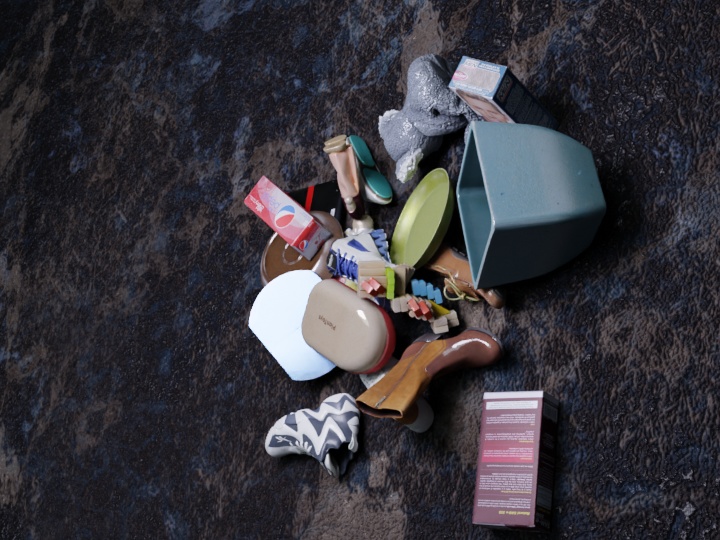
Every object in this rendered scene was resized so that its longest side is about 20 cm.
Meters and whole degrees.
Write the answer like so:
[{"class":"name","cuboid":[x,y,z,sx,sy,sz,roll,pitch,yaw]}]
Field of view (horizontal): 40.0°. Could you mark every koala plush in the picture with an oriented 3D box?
[{"class":"koala plush","cuboid":[0.114,-0.272,1.801,0.200,0.182,0.179,-43,48,30]}]

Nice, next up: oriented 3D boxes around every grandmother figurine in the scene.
[{"class":"grandmother figurine","cuboid":[-0.015,-0.141,1.829,0.060,0.203,0.122,-13,23,16]}]

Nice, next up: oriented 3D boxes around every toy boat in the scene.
[{"class":"toy boat","cuboid":[-0.005,0.101,1.730,0.199,0.129,0.133,30,106,47]}]

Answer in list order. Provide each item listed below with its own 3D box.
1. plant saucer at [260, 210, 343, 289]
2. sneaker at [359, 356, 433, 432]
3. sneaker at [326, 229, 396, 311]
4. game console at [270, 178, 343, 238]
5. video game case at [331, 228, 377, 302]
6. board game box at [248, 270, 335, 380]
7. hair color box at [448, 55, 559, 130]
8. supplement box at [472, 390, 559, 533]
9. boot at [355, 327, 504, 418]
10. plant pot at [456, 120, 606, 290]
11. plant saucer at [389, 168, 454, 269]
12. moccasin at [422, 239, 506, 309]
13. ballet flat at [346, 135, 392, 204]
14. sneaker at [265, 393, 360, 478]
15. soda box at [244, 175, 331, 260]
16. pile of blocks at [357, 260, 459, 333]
[{"class":"plant saucer","cuboid":[-0.121,-0.032,1.898,0.198,0.032,0.203,-19,54,29]},{"class":"sneaker","cuboid":[0.044,0.192,1.688,0.073,0.084,0.200,-54,46,6]},{"class":"sneaker","cuboid":[0.000,-0.001,1.753,0.201,0.113,0.082,-109,21,-54]},{"class":"game console","cuboid":[-0.107,-0.078,1.957,0.175,0.031,0.203,-11,58,33]},{"class":"video game case","cuboid":[-0.037,0.048,1.858,0.182,0.023,0.201,-45,49,13]},{"class":"board game box","cuboid":[-0.104,0.101,1.823,0.158,0.039,0.200,-42,76,-3]},{"class":"hair color box","cuboid":[0.243,-0.278,1.665,0.099,0.199,0.061,25,86,42]},{"class":"supplement box","cuboid":[0.237,0.290,1.504,0.107,0.061,0.203,-7,65,37]},{"class":"boot","cuboid":[0.112,0.164,1.578,0.186,0.070,0.199,4,30,39]},{"class":"plant pot","cuboid":[0.272,-0.106,1.561,0.196,0.197,0.199,-4,60,-6]},{"class":"plant saucer","cuboid":[0.113,-0.082,1.745,0.201,0.031,0.202,-54,22,33]},{"class":"moccasin","cuboid":[0.172,0.015,1.673,0.201,0.073,0.078,38,97,43]},{"class":"ballet flat","cuboid":[0.007,-0.178,1.908,0.069,0.069,0.201,-40,47,17]},{"class":"sneaker","cuboid":[-0.082,0.314,1.732,0.197,0.080,0.131,-25,47,16]},{"class":"soda box","cuboid":[-0.142,-0.103,1.892,0.070,0.063,0.200,-51,46,1]},{"class":"pile of blocks","cuboid":[0.083,0.040,1.635,0.083,0.197,0.062,-65,10,6]}]
